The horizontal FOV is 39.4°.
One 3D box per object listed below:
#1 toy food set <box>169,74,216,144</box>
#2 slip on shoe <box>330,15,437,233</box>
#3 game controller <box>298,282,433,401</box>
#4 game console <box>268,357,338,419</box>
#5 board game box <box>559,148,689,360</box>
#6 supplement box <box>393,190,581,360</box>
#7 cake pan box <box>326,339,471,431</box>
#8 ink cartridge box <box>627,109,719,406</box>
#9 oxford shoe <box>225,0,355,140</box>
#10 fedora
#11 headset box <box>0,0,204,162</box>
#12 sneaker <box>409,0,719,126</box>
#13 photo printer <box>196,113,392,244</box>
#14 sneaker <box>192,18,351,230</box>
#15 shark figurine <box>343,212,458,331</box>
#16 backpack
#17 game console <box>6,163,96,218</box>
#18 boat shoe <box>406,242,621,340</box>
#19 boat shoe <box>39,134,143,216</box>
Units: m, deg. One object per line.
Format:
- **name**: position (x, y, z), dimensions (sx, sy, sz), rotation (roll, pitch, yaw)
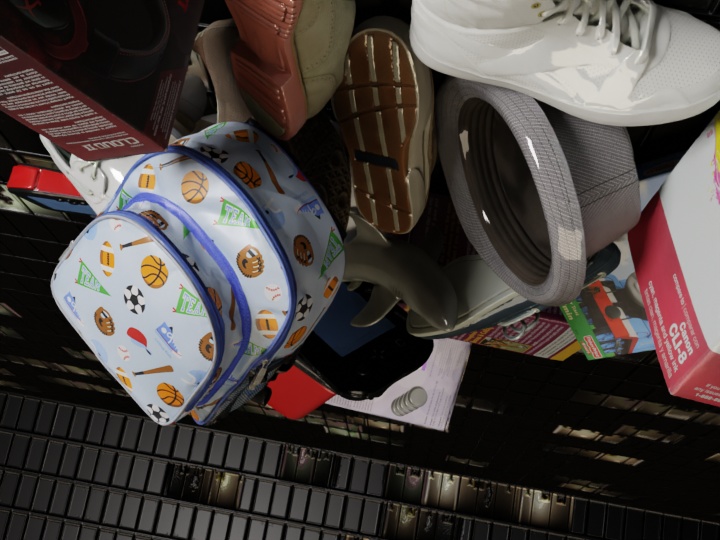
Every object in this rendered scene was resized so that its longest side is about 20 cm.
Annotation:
- **toy food set**: position (-0.187, -0.154, 0.741), dimensions (0.142, 0.061, 0.200), rotation (22, 168, 30)
- **slip on shoe**: position (0.027, -0.112, 0.744), dimensions (0.075, 0.061, 0.202), rotation (18, 146, 21)
- **game controller**: position (-0.024, 0.042, 0.921), dimensions (0.199, 0.104, 0.043), rotation (39, 153, 39)
- **game console**: position (-0.090, 0.043, 1.067), dimensions (0.199, 0.174, 0.119), rotation (36, 173, -13)
- **board game box**: position (0.238, -0.011, 0.804), dimensions (0.198, 0.037, 0.153), rotation (-17, 112, 43)
- **supplement box**: position (0.129, 0.008, 0.969), dimensions (0.196, 0.105, 0.131), rotation (12, 163, -6)
- **cake pan box**: position (0.030, 0.069, 1.108), dimensions (0.180, 0.053, 0.203), rotation (10, 120, -2)
- **ink cartridge box**: position (0.283, -0.025, 0.602), dimensions (0.143, 0.146, 0.201), rotation (14, 134, -14)
- **oxford shoe**: position (-0.041, -0.172, 0.609), dimensions (0.071, 0.074, 0.201), rotation (41, 154, 20)
- **fedora**: position (0.131, -0.070, 0.706), dimensions (0.089, 0.180, 0.200), rotation (-20, -168, -10)
- **headset box**: position (-0.164, -0.163, 0.549), dimensions (0.074, 0.151, 0.199), rotation (-1, 158, 33)
- **sneaker**: position (0.122, -0.143, 0.565), dimensions (0.196, 0.075, 0.116), rotation (10, 165, 7)
- **photo printer**: position (-0.060, -0.073, 0.889), dimensions (0.163, 0.071, 0.200), rotation (6, 161, 11)
- **sneaker**: position (-0.064, -0.098, 0.756), dimensions (0.075, 0.070, 0.202), rotation (15, 136, 36)
- **shark figurine**: position (-0.013, -0.009, 0.857), dimensions (0.211, 0.130, 0.090), rotation (-4, 139, 27)
- **backpack**: position (-0.110, -0.003, 0.706), dimensions (0.200, 0.154, 0.191), rotation (45, 122, 1)
- **game console**: position (-0.251, -0.066, 1.017), dimensions (0.173, 0.032, 0.200), rotation (13, 177, -5)
- **boat shoe**: position (0.122, 0.014, 0.832), dimensions (0.061, 0.076, 0.199), rotation (31, 132, -32)
- **boat shoe**: position (-0.220, -0.087, 0.855), dimensions (0.198, 0.074, 0.067), rotation (27, 164, 37)
